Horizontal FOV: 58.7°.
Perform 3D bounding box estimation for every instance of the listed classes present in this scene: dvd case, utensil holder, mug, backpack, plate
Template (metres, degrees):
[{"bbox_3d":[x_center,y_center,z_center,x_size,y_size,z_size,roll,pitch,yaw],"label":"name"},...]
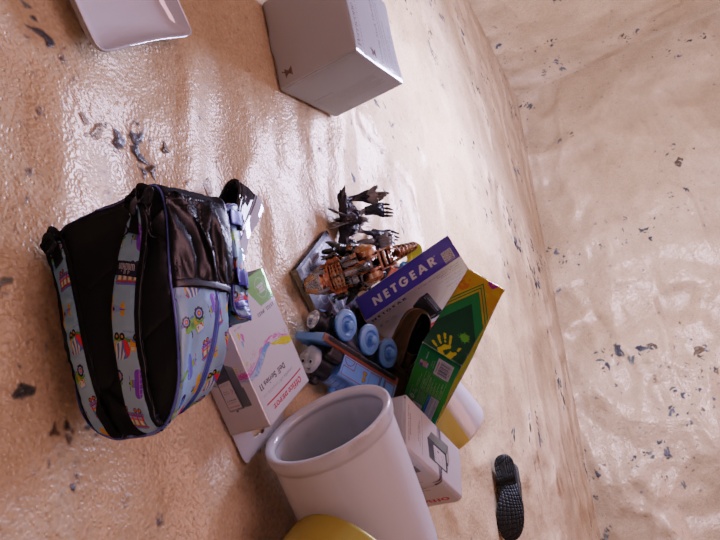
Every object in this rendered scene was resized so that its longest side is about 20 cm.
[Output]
[{"bbox_3d":[-0.042,0.054,1.066,0.204,0.016,0.149,64,26,-18],"label":"dvd case"},{"bbox_3d":[-0.006,0.277,0.798,0.205,0.166,0.170,68,26,-11],"label":"utensil holder"},{"bbox_3d":[0.123,0.242,1.155,0.156,0.147,0.187,57,22,-13],"label":"mug"},{"bbox_3d":[-0.188,0.043,0.589,0.133,0.179,0.207,3,75,-56],"label":"backpack"},{"bbox_3d":[-0.304,-0.365,0.763,0.205,0.032,0.200,66,26,-16],"label":"plate"}]

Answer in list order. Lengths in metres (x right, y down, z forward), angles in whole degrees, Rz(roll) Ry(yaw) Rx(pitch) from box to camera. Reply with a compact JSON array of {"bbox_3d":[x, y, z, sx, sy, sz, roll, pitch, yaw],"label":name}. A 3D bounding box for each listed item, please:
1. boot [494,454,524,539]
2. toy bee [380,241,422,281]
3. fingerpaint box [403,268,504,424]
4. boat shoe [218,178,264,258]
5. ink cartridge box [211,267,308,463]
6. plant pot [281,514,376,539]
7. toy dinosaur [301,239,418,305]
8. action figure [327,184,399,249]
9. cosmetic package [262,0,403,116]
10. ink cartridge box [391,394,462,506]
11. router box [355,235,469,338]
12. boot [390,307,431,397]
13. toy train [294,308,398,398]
[{"bbox_3d":[0.377,0.562,1.569,0.131,0.066,0.205,49,35,-50],"label":"boot"},{"bbox_3d":[0.067,-0.001,1.211,0.108,0.131,0.200,41,-2,40],"label":"toy bee"},{"bbox_3d":[0.142,0.128,1.025,0.168,0.072,0.203,-51,162,-36],"label":"fingerpaint box"},{"bbox_3d":[-0.175,-0.051,0.804,0.067,0.069,0.203,49,33,-26],"label":"boat shoe"},{"bbox_3d":[-0.131,0.116,0.788,0.205,0.066,0.117,69,26,-11],"label":"ink cartridge box"},{"bbox_3d":[-0.052,0.400,0.663,0.188,0.197,0.206,-36,108,-46],"label":"plant pot"},{"bbox_3d":[0.000,0.000,1.001,0.194,0.135,0.106,3,85,-20],"label":"toy dinosaur"},{"bbox_3d":[0.014,-0.095,1.175,0.199,0.099,0.123,-7,91,-66],"label":"action figure"},{"bbox_3d":[-0.046,-0.409,1.162,0.198,0.162,0.173,2,73,-62],"label":"cosmetic package"},{"bbox_3d":[0.051,0.285,0.972,0.201,0.142,0.086,49,33,-40],"label":"ink cartridge box"},{"bbox_3d":[0.110,0.048,1.149,0.179,0.197,0.050,42,16,-56],"label":"router box"},{"bbox_3d":[0.064,0.158,1.067,0.075,0.072,0.205,169,-56,-84],"label":"boot"},{"bbox_3d":[-0.017,0.137,0.974,0.199,0.085,0.117,37,61,-40],"label":"toy train"}]
